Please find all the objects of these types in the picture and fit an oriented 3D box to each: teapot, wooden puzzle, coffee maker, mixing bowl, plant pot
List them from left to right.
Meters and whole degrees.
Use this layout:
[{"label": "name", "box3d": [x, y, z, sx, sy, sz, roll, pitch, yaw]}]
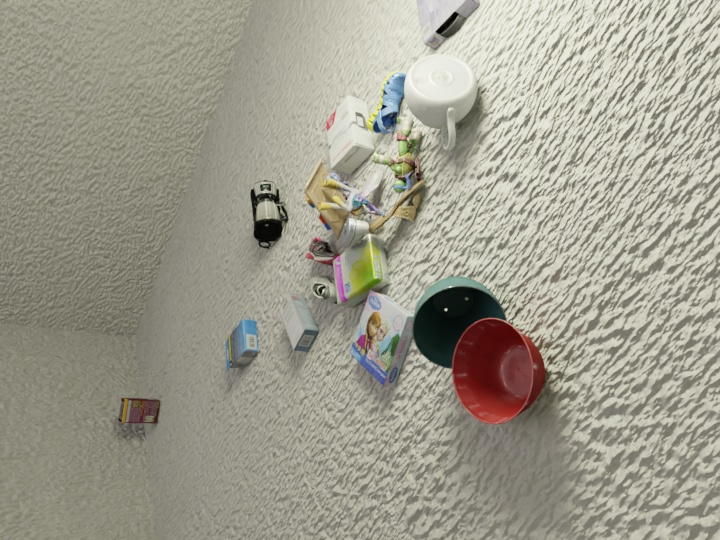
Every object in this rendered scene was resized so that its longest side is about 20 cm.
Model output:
[{"label": "coffee maker", "box3d": [-0.386, -0.228, 2.261, 0.192, 0.133, 0.202, -43, 47, 43]}, {"label": "wooden puzzle", "box3d": [-0.106, -0.216, 1.730, 0.046, 0.201, 0.186, -18, 30, 26]}, {"label": "teapot", "box3d": [0.200, -0.430, 1.426, 0.201, 0.196, 0.147, -51, -20, -24]}, {"label": "plant pot", "box3d": [0.210, 0.094, 1.235, 0.202, 0.198, 0.135, -61, 9, 24]}, {"label": "mixing bowl", "box3d": [0.290, 0.199, 1.120, 0.199, 0.107, 0.204, -14, 73, 51]}]

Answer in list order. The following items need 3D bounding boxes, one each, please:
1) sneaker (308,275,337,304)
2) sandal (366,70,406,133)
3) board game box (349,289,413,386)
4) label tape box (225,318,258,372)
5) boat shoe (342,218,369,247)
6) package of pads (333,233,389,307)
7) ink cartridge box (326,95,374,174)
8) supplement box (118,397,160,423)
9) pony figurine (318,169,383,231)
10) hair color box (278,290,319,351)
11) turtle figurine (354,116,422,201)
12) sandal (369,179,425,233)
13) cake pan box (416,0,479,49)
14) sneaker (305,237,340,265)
[{"label": "sneaker", "box3d": [-0.129, 0.054, 1.833, 0.199, 0.080, 0.078, 18, 97, 58]}, {"label": "sandal", "box3d": [0.092, -0.490, 1.678, 0.087, 0.078, 0.202, 55, 134, 44]}, {"label": "board game box", "box3d": [0.059, 0.180, 1.543, 0.200, 0.041, 0.202, 32, 107, 55]}, {"label": "label tape box", "box3d": [-0.490, 0.313, 2.315, 0.200, 0.065, 0.145, -48, 43, 41]}, {"label": "boat shoe", "box3d": [-0.014, -0.102, 1.599, 0.200, 0.064, 0.075, 170, 104, -83]}, {"label": "package of pads", "box3d": [0.000, 0.000, 1.663, 0.199, 0.068, 0.157, -34, 53, 44]}, {"label": "ink cartridge box", "box3d": [-0.037, -0.439, 1.840, 0.145, 0.082, 0.203, -37, 51, 45]}, {"label": "supplement box", "box3d": [-1.256, 0.795, 3.202, 0.103, 0.198, 0.133, -9, 73, 55]}, {"label": "pony figurine", "box3d": [-0.017, -0.216, 1.679, 0.167, 0.198, 0.195, -51, 26, 44]}, {"label": "hair color box", "box3d": [-0.215, 0.173, 1.944, 0.100, 0.060, 0.201, -60, 38, 25]}, {"label": "turtle figurine", "box3d": [0.087, -0.311, 1.556, 0.199, 0.142, 0.197, 2, 72, 63]}, {"label": "sandal", "box3d": [0.117, -0.156, 1.547, 0.211, 0.078, 0.070, -39, 86, 21]}, {"label": "cake pan box", "box3d": [0.236, -0.745, 1.554, 0.184, 0.052, 0.203, -37, 51, 48]}, {"label": "sneaker", "box3d": [-0.123, -0.062, 1.859, 0.199, 0.080, 0.076, 20, 95, 57]}]
